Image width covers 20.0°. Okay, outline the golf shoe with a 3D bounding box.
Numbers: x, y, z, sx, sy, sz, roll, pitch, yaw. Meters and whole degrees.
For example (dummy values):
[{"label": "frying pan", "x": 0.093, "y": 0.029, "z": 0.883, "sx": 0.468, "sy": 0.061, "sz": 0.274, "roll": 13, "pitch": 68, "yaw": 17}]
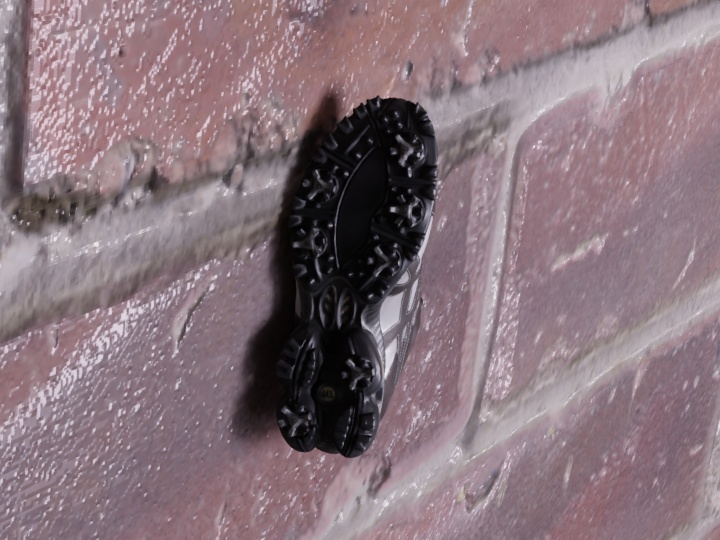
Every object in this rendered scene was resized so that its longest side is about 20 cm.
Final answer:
[{"label": "golf shoe", "x": 0.000, "y": 0.000, "z": 1.126, "sx": 0.094, "sy": 0.077, "sz": 0.201, "roll": -28, "pitch": 134, "yaw": -74}]
